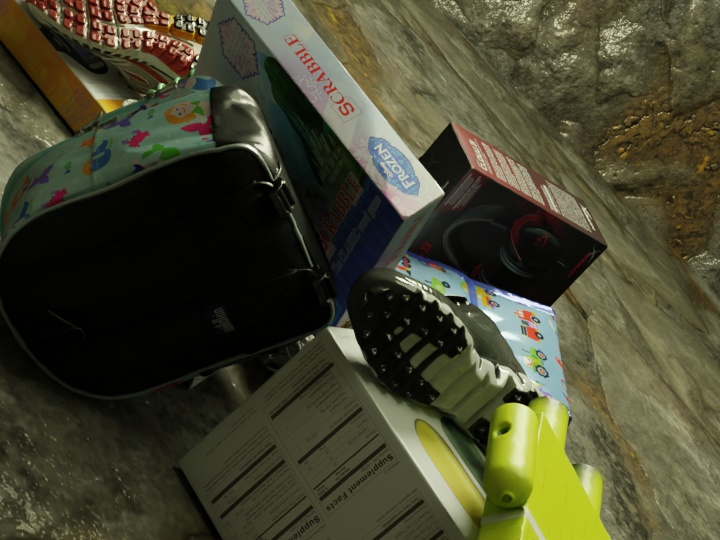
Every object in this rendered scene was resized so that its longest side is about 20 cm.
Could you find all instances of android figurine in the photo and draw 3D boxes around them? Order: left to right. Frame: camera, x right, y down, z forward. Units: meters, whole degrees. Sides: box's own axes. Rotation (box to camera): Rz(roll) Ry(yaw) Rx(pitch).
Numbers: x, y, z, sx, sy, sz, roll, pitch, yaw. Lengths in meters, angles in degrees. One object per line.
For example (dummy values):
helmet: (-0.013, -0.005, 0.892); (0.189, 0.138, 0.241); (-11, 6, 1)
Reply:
android figurine: (0.118, 0.174, 0.849); (0.183, 0.041, 0.201); (61, 26, -24)

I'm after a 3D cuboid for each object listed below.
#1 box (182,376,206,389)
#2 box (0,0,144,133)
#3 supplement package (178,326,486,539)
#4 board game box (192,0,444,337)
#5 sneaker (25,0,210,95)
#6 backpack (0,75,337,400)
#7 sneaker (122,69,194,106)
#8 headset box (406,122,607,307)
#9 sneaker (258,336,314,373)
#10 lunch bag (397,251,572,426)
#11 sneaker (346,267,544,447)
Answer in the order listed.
box: (-0.144, -0.021, 1.045); (0.110, 0.035, 0.201); (-32, 77, -29)
box: (-0.265, -0.199, 1.225); (0.200, 0.041, 0.119); (49, 18, 9)
supplement package: (0.013, 0.166, 0.934); (0.201, 0.150, 0.151); (55, 19, 21)
board game box: (-0.047, -0.072, 0.968); (0.041, 0.200, 0.200); (-31, 76, -29)
sneaker: (-0.199, -0.192, 1.200); (0.199, 0.082, 0.079); (26, 55, -19)
backpack: (-0.133, -0.017, 0.889); (0.151, 0.198, 0.179); (-112, 177, -52)
sneaker: (-0.149, -0.129, 1.135); (0.088, 0.200, 0.078); (-3, 65, -45)
headset box: (0.102, -0.031, 1.265); (0.199, 0.149, 0.075); (27, 27, -32)
sneaker: (-0.046, 0.080, 1.132); (0.200, 0.075, 0.082); (48, 30, 22)
lunch bag: (0.069, 0.062, 1.169); (0.199, 0.094, 0.151); (30, 30, -18)
sneaker: (0.050, 0.048, 0.921); (0.200, 0.066, 0.091); (39, 16, -38)
